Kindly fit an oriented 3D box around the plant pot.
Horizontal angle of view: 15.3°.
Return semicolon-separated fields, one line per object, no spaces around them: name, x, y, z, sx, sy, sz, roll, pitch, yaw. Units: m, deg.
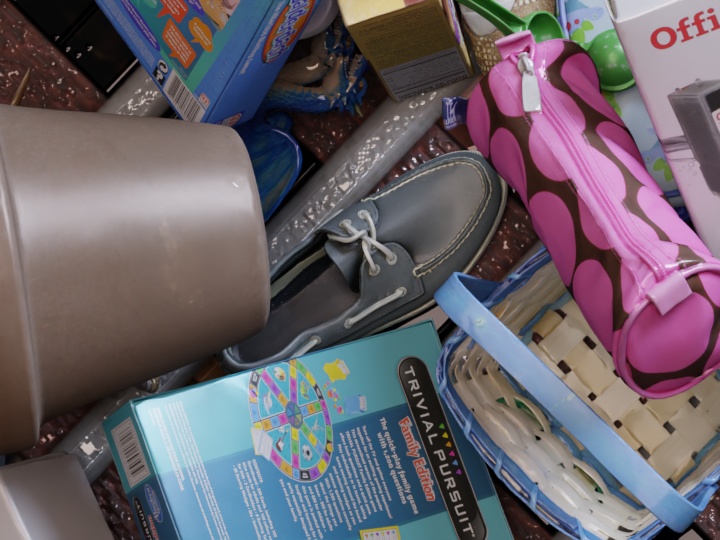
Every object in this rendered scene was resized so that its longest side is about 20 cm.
plant pot;-0.144;-0.009;1.426;0.174;0.200;0.201;-9;81;-11

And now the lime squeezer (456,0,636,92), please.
lime squeezer;0.128;-0.126;1.455;0.200;0.071;0.038;13;58;-16

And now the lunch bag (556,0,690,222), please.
lunch bag;0.213;-0.111;1.508;0.200;0.082;0.161;-10;81;9

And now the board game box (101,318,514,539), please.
board game box;-0.025;0.125;1.486;0.200;0.047;0.151;-14;78;-31

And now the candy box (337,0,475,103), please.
candy box;0.015;-0.173;1.490;0.056;0.200;0.117;-17;81;4

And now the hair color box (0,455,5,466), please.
hair color box;-0.262;0.017;1.592;0.099;0.061;0.200;1;83;11

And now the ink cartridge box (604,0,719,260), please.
ink cartridge box;0.226;-0.087;1.396;0.147;0.083;0.200;-21;115;11

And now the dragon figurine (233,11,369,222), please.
dragon figurine;-0.069;-0.067;1.554;0.099;0.059;0.200;19;114;-22

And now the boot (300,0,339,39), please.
boot;-0.087;-0.178;1.551;0.200;0.090;0.073;19;99;22

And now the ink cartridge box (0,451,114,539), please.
ink cartridge box;-0.195;0.224;1.523;0.146;0.084;0.200;-32;79;27

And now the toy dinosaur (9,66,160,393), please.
toy dinosaur;-0.191;-0.004;1.562;0.060;0.106;0.200;-23;99;35

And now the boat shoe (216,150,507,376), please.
boat shoe;0.000;0.000;1.544;0.200;0.062;0.073;-36;78;5

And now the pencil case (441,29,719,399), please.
pencil case;0.123;-0.032;1.375;0.091;0.094;0.200;-22;51;-11

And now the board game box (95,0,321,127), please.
board game box;-0.083;-0.184;1.419;0.045;0.200;0.152;-27;74;-33

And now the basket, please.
basket;0.128;0.069;1.440;0.139;0.200;0.176;-45;77;7

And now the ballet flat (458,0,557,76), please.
ballet flat;0.079;-0.195;1.546;0.070;0.065;0.200;-10;72;51
